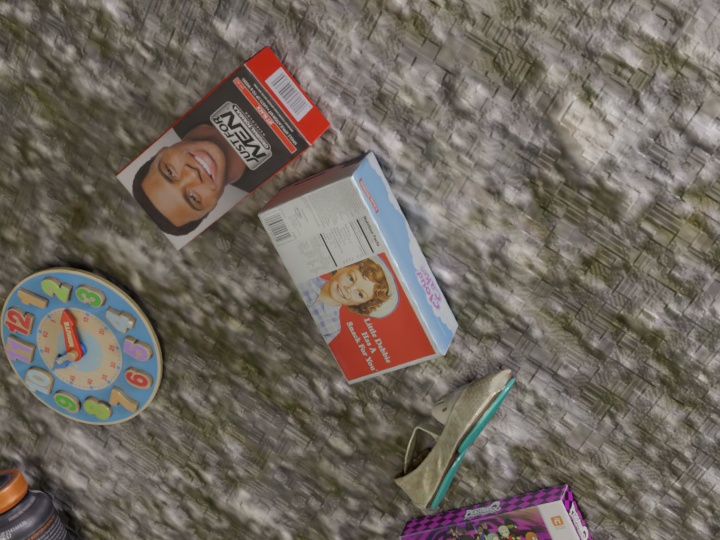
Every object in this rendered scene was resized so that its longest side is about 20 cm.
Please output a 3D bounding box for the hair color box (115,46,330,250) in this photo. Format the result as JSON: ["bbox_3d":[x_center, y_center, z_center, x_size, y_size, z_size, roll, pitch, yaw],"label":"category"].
[{"bbox_3d":[-0.136,-0.117,1.246,0.199,0.061,0.102,-35,100,32],"label":"hair color box"}]

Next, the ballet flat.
[{"bbox_3d":[0.088,0.165,1.298,0.062,0.067,0.201,35,123,13],"label":"ballet flat"}]

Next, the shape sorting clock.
[{"bbox_3d":[-0.316,0.089,1.434,0.198,0.039,0.202,9,118,18],"label":"shape sorting clock"}]

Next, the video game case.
[{"bbox_3d":[0.165,0.331,1.366,0.198,0.036,0.183,-18,106,28],"label":"video game case"}]

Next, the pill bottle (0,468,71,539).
[{"bbox_3d":[-0.406,0.344,1.558,0.105,0.106,0.202,-12,110,26],"label":"pill bottle"}]

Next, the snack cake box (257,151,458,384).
[{"bbox_3d":[0.000,0.000,1.247,0.114,0.067,0.201,-19,107,26],"label":"snack cake box"}]
